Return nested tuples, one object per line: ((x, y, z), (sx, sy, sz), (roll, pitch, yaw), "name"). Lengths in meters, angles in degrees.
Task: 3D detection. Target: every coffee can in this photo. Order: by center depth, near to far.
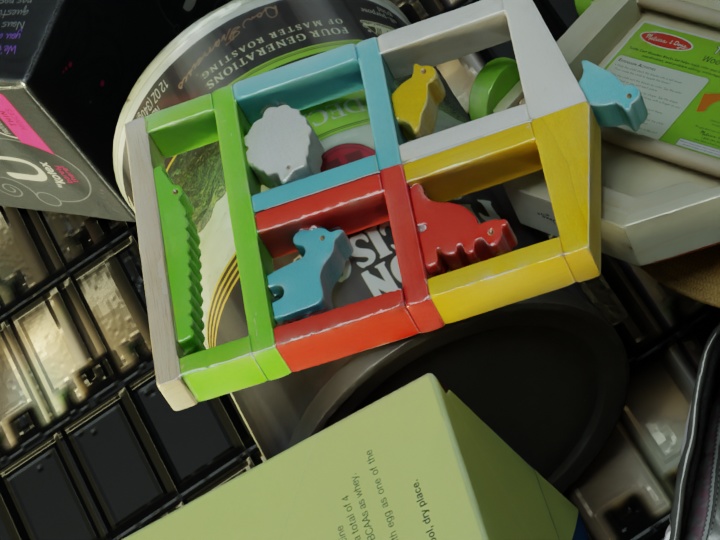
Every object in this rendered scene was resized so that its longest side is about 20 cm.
((0.000, 0.000, 1.181), (0.146, 0.146, 0.200), (-34, 51, 3), "coffee can")

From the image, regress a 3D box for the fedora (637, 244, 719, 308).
((0.194, -0.038, 1.146), (0.200, 0.082, 0.201), (-18, 44, 18), "fedora")

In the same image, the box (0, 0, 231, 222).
((-0.131, -0.140, 1.346), (0.106, 0.122, 0.201), (7, 64, 30), "box")

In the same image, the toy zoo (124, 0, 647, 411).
((0.011, -0.033, 1.092), (0.199, 0.020, 0.132), (-18, 52, 10), "toy zoo")

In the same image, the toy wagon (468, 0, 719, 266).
((0.143, -0.085, 1.125), (0.155, 0.040, 0.200), (22, 59, 42), "toy wagon")

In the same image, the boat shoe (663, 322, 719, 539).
((0.140, 0.110, 1.101), (0.066, 0.057, 0.201), (-4, 59, 24), "boat shoe")

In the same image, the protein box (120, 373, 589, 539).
((-0.004, 0.186, 1.063), (0.199, 0.135, 0.199), (-29, 52, 14), "protein box")
